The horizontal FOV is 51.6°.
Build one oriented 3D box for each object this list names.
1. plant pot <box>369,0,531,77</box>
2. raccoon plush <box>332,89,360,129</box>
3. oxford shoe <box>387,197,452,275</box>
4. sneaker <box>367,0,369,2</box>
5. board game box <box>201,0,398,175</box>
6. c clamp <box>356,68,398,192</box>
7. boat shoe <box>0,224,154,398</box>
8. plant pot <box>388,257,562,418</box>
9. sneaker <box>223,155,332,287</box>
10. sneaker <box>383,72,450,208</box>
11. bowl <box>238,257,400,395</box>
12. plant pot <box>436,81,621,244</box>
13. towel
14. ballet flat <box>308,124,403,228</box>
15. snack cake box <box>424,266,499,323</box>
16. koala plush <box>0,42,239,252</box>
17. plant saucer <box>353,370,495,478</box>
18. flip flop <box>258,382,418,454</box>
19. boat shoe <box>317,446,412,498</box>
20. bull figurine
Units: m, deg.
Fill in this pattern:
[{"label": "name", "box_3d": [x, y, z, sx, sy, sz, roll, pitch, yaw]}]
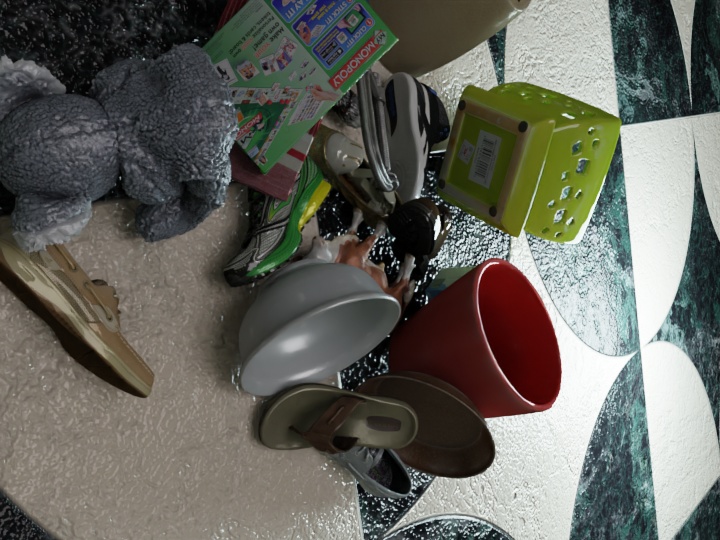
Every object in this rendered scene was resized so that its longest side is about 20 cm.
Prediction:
[{"label": "plant pot", "box_3d": [0.130, -0.378, 1.023, 0.185, 0.197, 0.193, 1, 89, -47]}, {"label": "raccoon plush", "box_3d": [-0.061, -0.204, 0.890, 0.200, 0.096, 0.136, 45, 65, -35]}, {"label": "oxford shoe", "box_3d": [0.083, -0.063, 0.982, 0.072, 0.200, 0.085, 39, 81, 8]}, {"label": "sneaker", "box_3d": [-0.026, -0.319, 0.882, 0.200, 0.079, 0.149, -85, 154, -76]}, {"label": "board game box", "box_3d": [-0.075, -0.220, 0.773, 0.200, 0.029, 0.135, -44, 102, -1]}, {"label": "c clamp", "box_3d": [0.023, -0.179, 0.920, 0.172, 0.026, 0.204, 64, 20, -58]}, {"label": "boat shoe", "box_3d": [-0.250, 0.036, 0.684, 0.065, 0.070, 0.202, -54, 125, -32]}, {"label": "plant pot", "box_3d": [0.145, 0.111, 0.996, 0.198, 0.175, 0.205, 28, 49, -37]}, {"label": "sneaker", "box_3d": [-0.108, -0.063, 0.853, 0.085, 0.077, 0.202, 48, 47, -27]}, {"label": "sneaker", "box_3d": [0.088, -0.171, 1.064, 0.110, 0.072, 0.206, 3, 86, -48]}, {"label": "bowl", "box_3d": [-0.059, 0.051, 0.842, 0.198, 0.201, 0.092, 0, 54, -47]}, {"label": "plant pot", "box_3d": [0.234, -0.163, 1.105, 0.179, 0.198, 0.204, -5, 119, -40]}, {"label": "towel", "box_3d": [-0.103, -0.195, 0.798, 0.141, 0.023, 0.204, 24, 93, -12]}, {"label": "ballet flat", "box_3d": [-0.009, -0.128, 0.961, 0.200, 0.070, 0.072, 45, 58, -37]}, {"label": "snack cake box", "box_3d": [0.189, 0.095, 1.136, 0.067, 0.113, 0.203, -44, 119, -41]}, {"label": "koala plush", "box_3d": [-0.224, -0.113, 0.653, 0.197, 0.182, 0.182, -14, 92, -34]}, {"label": "plant saucer", "box_3d": [0.082, 0.192, 0.957, 0.202, 0.197, 0.037, 57, 43, -29]}, {"label": "flip flop", "box_3d": [-0.022, 0.184, 0.876, 0.195, 0.058, 0.083, 8, 102, -14]}, {"label": "boat shoe", "box_3d": [0.004, 0.228, 0.958, 0.202, 0.070, 0.071, 51, 55, -32]}, {"label": "bull figurine", "box_3d": [0.000, 0.000, 0.961, 0.123, 0.064, 0.201, -55, 130, -17]}]
